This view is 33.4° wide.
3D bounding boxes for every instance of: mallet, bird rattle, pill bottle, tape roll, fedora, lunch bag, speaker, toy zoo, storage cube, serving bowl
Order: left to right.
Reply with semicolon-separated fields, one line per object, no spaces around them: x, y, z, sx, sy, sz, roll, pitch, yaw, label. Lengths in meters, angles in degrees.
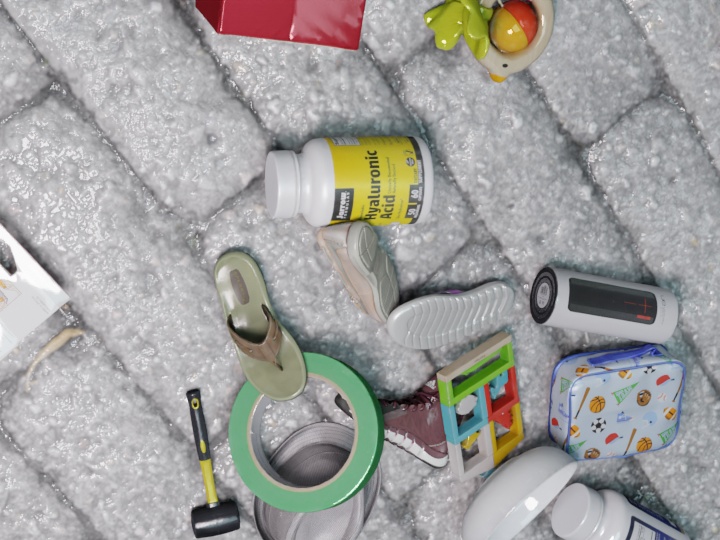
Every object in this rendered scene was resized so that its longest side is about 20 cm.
-0.213;0.258;1.579;0.065;0.041;0.203;-18;104;-10;mallet
-0.087;-0.365;1.372;0.168;0.200;0.182;3;110;-18;storage cube
-0.069;0.207;1.544;0.197;0.048;0.204;-2;82;13;tape roll
-0.050;0.315;1.611;0.176;0.090;0.201;36;91;-22;fedora
-0.016;-0.110;1.502;0.197;0.111;0.113;-3;105;-16;pill bottle
0.169;0.201;1.655;0.130;0.020;0.202;-29;121;-32;toy zoo
0.184;-0.337;1.534;0.200;0.112;0.164;-46;124;-16;bird rattle
0.209;0.312;1.667;0.200;0.200;0.066;-43;68;-3;serving bowl
0.340;0.050;1.672;0.197;0.081;0.082;10;101;-19;speaker
0.367;0.182;1.709;0.197;0.076;0.162;-8;113;-15;lunch bag
0.378;0.388;1.755;0.199;0.111;0.112;30;94;-21;pill bottle

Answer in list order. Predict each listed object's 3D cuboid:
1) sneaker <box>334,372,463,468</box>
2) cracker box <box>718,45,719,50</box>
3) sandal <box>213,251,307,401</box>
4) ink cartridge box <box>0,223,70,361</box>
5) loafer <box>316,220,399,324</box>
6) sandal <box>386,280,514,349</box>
0.061;0.178;1.629;0.199;0.075;0.116;33;87;-32;sneaker
0.597;-0.250;1.644;0.058;0.134;0.200;-46;112;-1;cracker box
-0.135;0.074;1.513;0.079;0.057;0.203;-26;92;7;sandal
-0.475;0.016;1.426;0.176;0.045;0.201;-41;112;-3;ink cartridge box
0.000;0.000;1.537;0.201;0.062;0.073;64;37;-54;loafer
0.116;0.056;1.623;0.200;0.050;0.083;-9;123;-28;sandal
